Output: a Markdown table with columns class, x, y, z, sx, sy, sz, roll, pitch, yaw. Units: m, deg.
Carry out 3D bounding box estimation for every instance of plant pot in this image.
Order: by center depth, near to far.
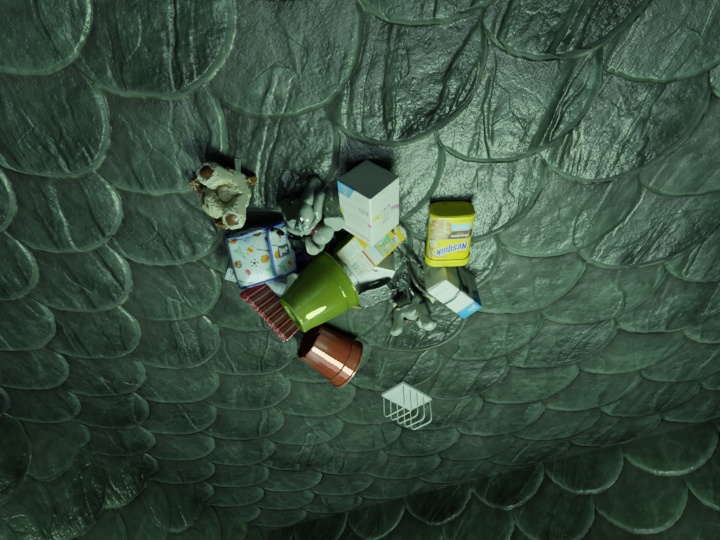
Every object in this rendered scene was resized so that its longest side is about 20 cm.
| class | x | y | z | sx | sy | sz | roll | pitch | yaw |
| --- | --- | --- | --- | --- | --- | --- | --- | --- | --- |
| plant pot | -0.138 | 0.079 | 1.641 | 0.192 | 0.200 | 0.202 | -37 | 138 | -17 |
| plant pot | -0.124 | 0.312 | 2.056 | 0.194 | 0.203 | 0.200 | 34 | 127 | -21 |

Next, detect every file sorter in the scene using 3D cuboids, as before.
| class | x | y | z | sx | sy | sz | roll | pitch | yaw |
| --- | --- | --- | --- | --- | --- | --- | --- | --- | --- |
| file sorter | 0.212 | 0.618 | 2.419 | 0.199 | 0.126 | 0.138 | 33 | 128 | -31 |

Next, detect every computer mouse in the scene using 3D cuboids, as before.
| class | x | y | z | sx | sy | sz | roll | pitch | yaw |
| --- | --- | --- | --- | --- | --- | --- | --- | --- | --- |
| computer mouse | -0.213 | -0.093 | 1.623 | 0.058 | 0.035 | 0.199 | 19 | 178 | 31 |
| computer mouse | 0.087 | 0.084 | 1.787 | 0.198 | 0.046 | 0.141 | -25 | 124 | 9 |

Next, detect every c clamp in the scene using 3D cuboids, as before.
| class | x | y | z | sx | sy | sz | roll | pitch | yaw |
| --- | --- | --- | --- | --- | --- | --- | --- | --- | --- |
| c clamp | 0.190 | 0.003 | 1.771 | 0.027 | 0.173 | 0.199 | -32 | 143 | 18 |

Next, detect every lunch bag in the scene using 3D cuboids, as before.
| class | x | y | z | sx | sy | sz | roll | pitch | yaw |
| --- | --- | --- | --- | --- | --- | --- | --- | --- | --- |
| lunch bag | -0.303 | -0.053 | 1.661 | 0.197 | 0.124 | 0.173 | -15 | 108 | -18 |

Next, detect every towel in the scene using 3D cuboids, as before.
| class | x | y | z | sx | sy | sz | roll | pitch | yaw |
| --- | --- | --- | --- | --- | --- | --- | --- | --- | --- |
| towel | -0.272 | 0.121 | 1.655 | 0.200 | 0.145 | 0.022 | 47 | 113 | -1 |

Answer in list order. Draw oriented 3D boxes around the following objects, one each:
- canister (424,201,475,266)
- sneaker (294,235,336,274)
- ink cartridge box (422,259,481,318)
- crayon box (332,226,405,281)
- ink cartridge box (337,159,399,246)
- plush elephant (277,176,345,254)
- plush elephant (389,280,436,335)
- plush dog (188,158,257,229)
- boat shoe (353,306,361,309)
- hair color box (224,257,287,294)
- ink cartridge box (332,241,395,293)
| class | x | y | z | sx | sy | sz | roll | pitch | yaw |
| --- | --- | --- | --- | --- | --- | --- | --- | --- | --- |
| canister | 0.277 | -0.114 | 1.674 | 0.146 | 0.087 | 0.202 | -2 | 135 | 1 |
| sneaker | -0.151 | -0.051 | 1.735 | 0.080 | 0.084 | 0.199 | 30 | 128 | -29 |
| ink cartridge box | 0.306 | 0.045 | 1.797 | 0.199 | 0.146 | 0.084 | 34 | 126 | -32 |
| crayon box | 0.027 | -0.082 | 1.669 | 0.200 | 0.052 | 0.126 | -43 | 115 | -1 |
| ink cartridge box | 0.026 | -0.184 | 1.534 | 0.128 | 0.125 | 0.202 | 33 | 148 | 28 |
| plush elephant | -0.135 | -0.144 | 1.567 | 0.164 | 0.202 | 0.154 | -36 | 130 | 23 |
| plush elephant | 0.189 | 0.137 | 1.888 | 0.163 | 0.203 | 0.154 | -19 | 157 | 21 |
| plush dog | -0.396 | -0.217 | 1.543 | 0.170 | 0.161 | 0.202 | -18 | 108 | 37 |
| boat shoe | -0.049 | 0.081 | 1.883 | 0.198 | 0.072 | 0.068 | 23 | 106 | -37 |
| hair color box | -0.340 | 0.000 | 1.774 | 0.197 | 0.100 | 0.061 | 17 | 136 | -18 |
| ink cartridge box | 0.000 | 0.000 | 1.791 | 0.197 | 0.084 | 0.147 | 12 | 136 | -13 |
